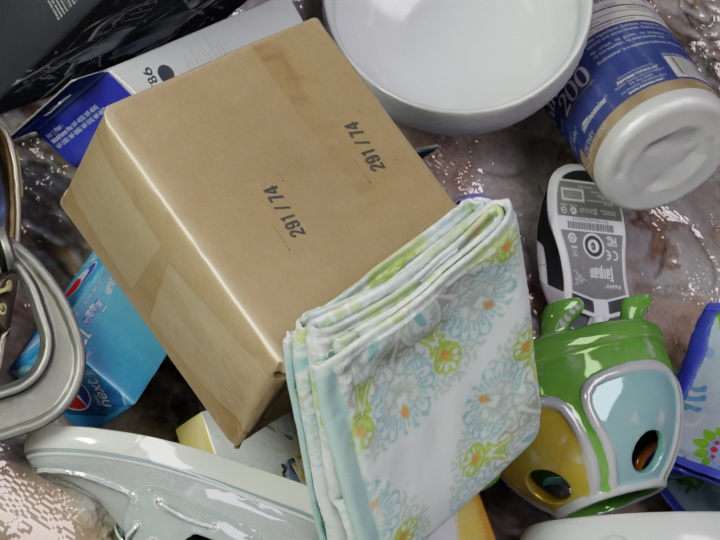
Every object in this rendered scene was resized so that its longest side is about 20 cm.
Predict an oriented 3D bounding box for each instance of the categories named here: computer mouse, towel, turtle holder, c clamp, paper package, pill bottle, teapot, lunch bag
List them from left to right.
[{"bbox_3d":[-0.264,0.030,1.291,0.199,0.027,0.171,-12,85,-13],"label":"c clamp"},{"bbox_3d":[-0.051,-0.026,1.369,0.190,0.104,0.200,-27,73,-36],"label":"paper package"},{"bbox_3d":[0.037,0.072,1.319,0.171,0.048,0.200,-35,135,-29],"label":"towel"},{"bbox_3d":[0.141,0.097,1.512,0.185,0.141,0.132,11,59,-61],"label":"turtle holder"},{"bbox_3d":[0.167,0.020,1.666,0.109,0.044,0.201,6,70,-30],"label":"computer mouse"},{"bbox_3d":[0.187,-0.149,1.686,0.111,0.111,0.200,6,40,-35],"label":"pill bottle"},{"bbox_3d":[0.194,0.239,1.487,0.199,0.197,0.147,4,77,-24],"label":"teapot"},{"bbox_3d":[0.314,0.137,1.670,0.200,0.127,0.170,35,49,-9],"label":"lunch bag"}]

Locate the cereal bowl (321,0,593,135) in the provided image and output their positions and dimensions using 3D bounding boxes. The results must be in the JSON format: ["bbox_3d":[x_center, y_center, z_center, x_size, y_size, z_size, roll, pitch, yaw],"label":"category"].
[{"bbox_3d":[0.069,-0.182,1.635,0.199,0.083,0.201,0,63,-1],"label":"cereal bowl"}]

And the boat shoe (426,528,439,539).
[{"bbox_3d":[-0.004,0.107,1.416,0.068,0.072,0.201,-4,75,-30],"label":"boat shoe"}]

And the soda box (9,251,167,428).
[{"bbox_3d":[-0.137,0.006,1.422,0.068,0.064,0.200,42,50,-13],"label":"soda box"}]

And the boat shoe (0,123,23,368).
[{"bbox_3d":[-0.239,0.003,1.349,0.072,0.059,0.201,17,59,-31],"label":"boat shoe"}]

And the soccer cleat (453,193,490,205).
[{"bbox_3d":[0.080,-0.001,1.562,0.067,0.076,0.200,50,32,-13],"label":"soccer cleat"}]

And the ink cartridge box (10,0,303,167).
[{"bbox_3d":[-0.131,-0.120,1.466,0.200,0.099,0.039,-28,88,-42],"label":"ink cartridge box"}]

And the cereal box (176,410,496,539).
[{"bbox_3d":[-0.012,0.147,1.465,0.200,0.040,0.144,-11,75,-40],"label":"cereal box"}]

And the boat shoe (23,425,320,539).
[{"bbox_3d":[-0.110,0.147,1.350,0.200,0.070,0.072,17,73,-7],"label":"boat shoe"}]

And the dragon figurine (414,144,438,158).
[{"bbox_3d":[0.000,0.000,1.533,0.100,0.059,0.200,53,52,-6],"label":"dragon figurine"}]

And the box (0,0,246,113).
[{"bbox_3d":[-0.154,-0.203,1.434,0.200,0.182,0.104,-25,85,-41],"label":"box"}]
